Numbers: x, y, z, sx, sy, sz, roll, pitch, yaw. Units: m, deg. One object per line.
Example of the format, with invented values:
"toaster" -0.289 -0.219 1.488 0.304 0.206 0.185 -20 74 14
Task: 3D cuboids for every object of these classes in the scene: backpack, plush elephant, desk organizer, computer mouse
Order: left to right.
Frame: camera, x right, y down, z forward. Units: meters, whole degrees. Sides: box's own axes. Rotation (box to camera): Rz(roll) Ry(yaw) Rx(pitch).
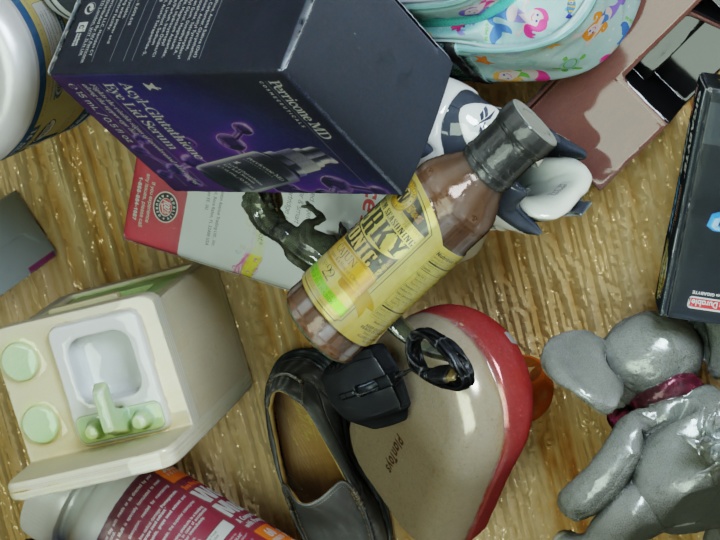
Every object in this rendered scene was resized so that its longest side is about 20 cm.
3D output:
"computer mouse" 0.020 0.073 1.601 0.059 0.034 0.200 65 157 0
"backpack" 0.083 -0.214 1.582 0.199 0.150 0.178 9 81 24
"plush elephant" 0.202 0.100 1.657 0.164 0.155 0.200 -7 146 -17
"desk organizer" 0.205 -0.152 1.620 0.077 0.072 0.200 45 115 1

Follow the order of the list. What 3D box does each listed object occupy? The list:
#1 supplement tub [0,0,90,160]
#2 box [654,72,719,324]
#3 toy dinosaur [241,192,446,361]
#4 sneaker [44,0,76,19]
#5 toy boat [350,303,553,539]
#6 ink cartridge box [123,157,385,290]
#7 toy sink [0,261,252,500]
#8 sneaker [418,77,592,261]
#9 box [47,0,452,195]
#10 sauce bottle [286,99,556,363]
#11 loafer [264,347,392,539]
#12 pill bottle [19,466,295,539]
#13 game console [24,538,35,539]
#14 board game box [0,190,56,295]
"supplement tub" -0.254 -0.155 1.713 0.144 0.200 0.145 6 107 19
"box" 0.304 -0.036 1.598 0.199 0.046 0.160 9 108 -2
"toy dinosaur" 0.000 0.000 1.635 0.200 0.088 0.048 38 111 5
"sneaker" -0.115 -0.199 1.657 0.199 0.079 0.079 0 92 -25
"toy boat" 0.079 0.098 1.711 0.131 0.130 0.200 54 155 21
"ink cartridge box" -0.053 -0.070 1.727 0.199 0.083 0.146 17 110 13
"toy sink" -0.177 0.071 1.743 0.130 0.200 0.112 -14 100 18
"sneaker" 0.095 -0.048 1.632 0.129 0.080 0.199 24 151 21
"box" -0.068 -0.128 1.542 0.199 0.148 0.105 2 62 39
"sauce bottle" 0.039 -0.028 1.543 0.065 0.065 0.200 46 105 3
"loafer" -0.031 0.161 1.790 0.073 0.072 0.201 -16 99 22
"pill bottle" -0.148 0.205 1.822 0.200 0.110 0.110 30 113 14
"game console" -0.173 0.270 1.823 0.177 0.200 0.031 37 74 10
"board game box" -0.343 0.032 1.827 0.200 0.148 0.064 -30 96 25
